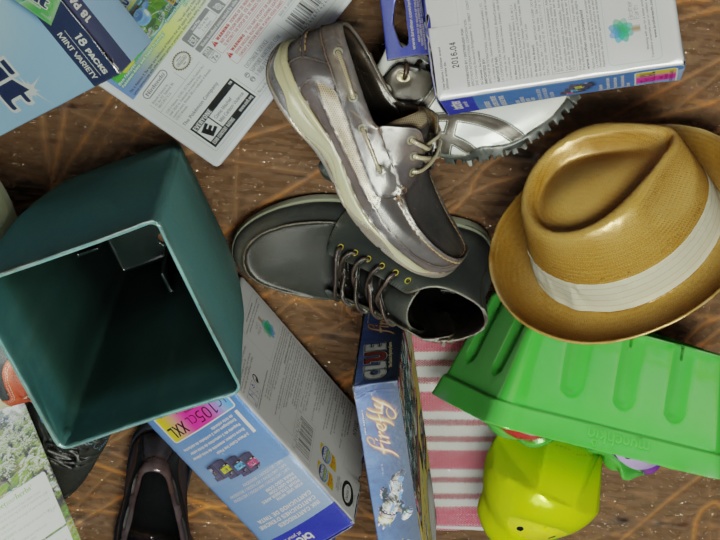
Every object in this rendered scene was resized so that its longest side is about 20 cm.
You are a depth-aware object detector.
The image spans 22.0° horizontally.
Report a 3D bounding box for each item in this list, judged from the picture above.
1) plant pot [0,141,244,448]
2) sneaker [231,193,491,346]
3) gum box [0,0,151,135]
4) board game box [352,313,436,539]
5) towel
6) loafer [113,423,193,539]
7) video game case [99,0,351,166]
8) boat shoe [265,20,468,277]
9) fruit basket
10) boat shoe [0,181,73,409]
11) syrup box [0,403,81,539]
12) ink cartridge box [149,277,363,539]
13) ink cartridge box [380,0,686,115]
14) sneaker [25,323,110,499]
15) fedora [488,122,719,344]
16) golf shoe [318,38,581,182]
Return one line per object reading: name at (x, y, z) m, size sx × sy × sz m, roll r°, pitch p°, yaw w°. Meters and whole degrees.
plant pot at (-0.167, -0.002, 1.326) m, size 0.141 × 0.200 × 0.142 m, roll -18°, pitch 117°, yaw 12°
sneaker at (0.000, 0.000, 1.370) m, size 0.199 × 0.106 × 0.075 m, roll 1°, pitch 119°, yaw 2°
gum box at (-0.263, -0.182, 1.269) m, size 0.200 × 0.045 × 0.170 m, roll -18°, pitch 116°, yaw 46°
board game box at (0.028, 0.140, 1.401) m, size 0.034 × 0.136 × 0.201 m, roll -6°, pitch 114°, yaw 6°
towel at (0.087, 0.120, 1.479) m, size 0.146 × 0.030 × 0.201 m, roll 0°, pitch 116°, yaw 2°
loafer at (-0.172, 0.219, 1.523) m, size 0.072 × 0.063 × 0.201 m, roll 5°, pitch 119°, yaw 1°
video game case at (-0.116, -0.196, 1.288) m, size 0.182 × 0.022 × 0.200 m, roll 35°, pitch 116°, yaw -14°
boat shoe at (0.017, -0.083, 1.269) m, size 0.073 × 0.075 × 0.200 m, roll -30°, pitch 106°, yaw 28°
fruit basket at (0.155, 0.133, 1.392) m, size 0.215 × 0.155 × 0.217 m, roll -3°, pitch 98°, yaw -19°
boat shoe at (-0.272, 0.003, 1.330) m, size 0.062 × 0.071 × 0.201 m, roll -19°, pitch 98°, yaw 16°
syrup box at (-0.303, 0.147, 1.449) m, size 0.081 × 0.079 × 0.201 m, roll -5°, pitch 111°, yaw 45°
ink cartridge box at (-0.066, 0.125, 1.416) m, size 0.076 × 0.137 × 0.200 m, roll -33°, pitch 111°, yaw 23°
ink cartridge box at (0.111, -0.184, 1.252) m, size 0.199 × 0.076 × 0.137 m, roll -7°, pitch 84°, yaw 6°
sneaker at (-0.228, 0.115, 1.460) m, size 0.073 × 0.082 × 0.200 m, roll 21°, pitch 119°, yaw -11°
fedora at (0.176, -0.045, 1.285) m, size 0.200 × 0.201 × 0.082 m, roll -18°, pitch 139°, yaw 12°
golf shoe at (0.056, -0.124, 1.318) m, size 0.199 × 0.078 × 0.095 m, roll -15°, pitch 116°, yaw 9°
